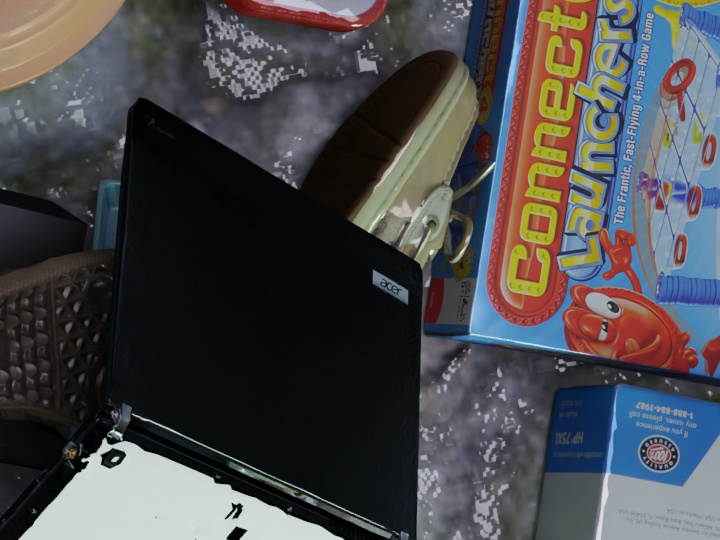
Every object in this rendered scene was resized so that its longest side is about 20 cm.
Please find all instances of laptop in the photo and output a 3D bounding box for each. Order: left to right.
[{"bbox_3d":[-0.071,0.069,0.844,0.200,0.103,0.177,-48,136,12],"label":"laptop"}]

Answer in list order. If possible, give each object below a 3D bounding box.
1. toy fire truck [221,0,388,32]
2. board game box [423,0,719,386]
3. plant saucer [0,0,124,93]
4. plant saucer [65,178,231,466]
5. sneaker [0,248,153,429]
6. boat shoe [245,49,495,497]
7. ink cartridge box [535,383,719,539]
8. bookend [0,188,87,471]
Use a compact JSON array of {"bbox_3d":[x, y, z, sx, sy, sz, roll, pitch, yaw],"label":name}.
[{"bbox_3d":[-0.040,-0.206,0.940,0.167,0.112,0.201,9,86,-16],"label":"toy fire truck"},{"bbox_3d":[0.141,-0.052,1.031,0.195,0.056,0.201,10,86,-20],"label":"board game box"},{"bbox_3d":[-0.177,-0.170,0.932,0.199,0.032,0.201,0,89,-19],"label":"plant saucer"},{"bbox_3d":[-0.087,0.060,0.931,0.070,0.019,0.201,12,64,-15],"label":"plant saucer"},{"bbox_3d":[-0.138,0.022,0.824,0.199,0.075,0.071,-4,106,-43],"label":"sneaker"},{"bbox_3d":[0.000,0.000,0.978,0.063,0.073,0.201,30,91,-23],"label":"boat shoe"},{"bbox_3d":[0.137,0.160,1.016,0.116,0.067,0.201,12,82,-19],"label":"ink cartridge box"},{"bbox_3d":[-0.192,-0.043,0.876,0.198,0.092,0.201,13,94,-20],"label":"bookend"}]
